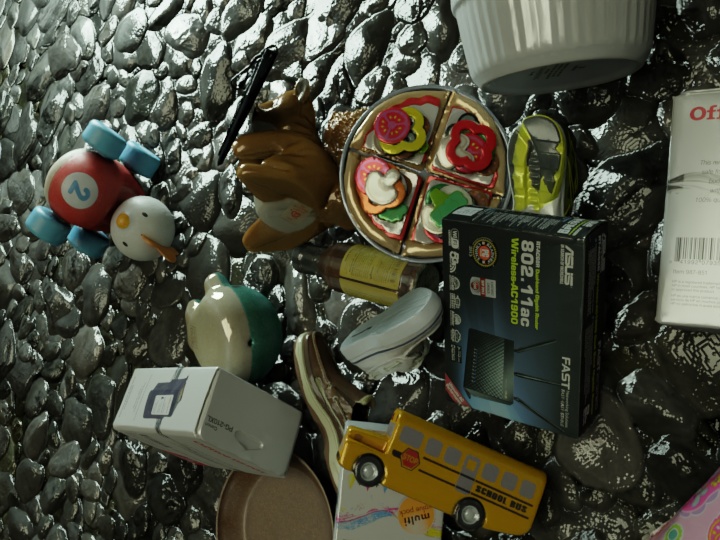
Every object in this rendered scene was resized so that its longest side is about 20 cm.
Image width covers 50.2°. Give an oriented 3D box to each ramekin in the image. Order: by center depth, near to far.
[{"bbox_3d":[0.189,-0.232,0.738,0.199,0.201,0.097,-5,93,35],"label":"ramekin"}]

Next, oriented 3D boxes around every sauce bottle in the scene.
[{"bbox_3d":[0.000,0.000,0.916,0.197,0.064,0.066,16,92,37],"label":"sauce bottle"}]

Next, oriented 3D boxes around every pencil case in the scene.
[{"bbox_3d":[0.310,0.207,0.642,0.087,0.087,0.202,44,110,32],"label":"pencil case"}]

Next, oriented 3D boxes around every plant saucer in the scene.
[{"bbox_3d":[-0.100,0.325,0.958,0.197,0.036,0.206,-7,78,36],"label":"plant saucer"}]

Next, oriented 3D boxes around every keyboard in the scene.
[{"bbox_3d":[-0.149,-0.209,0.938,0.106,0.039,0.200,-66,13,-22],"label":"keyboard"}]

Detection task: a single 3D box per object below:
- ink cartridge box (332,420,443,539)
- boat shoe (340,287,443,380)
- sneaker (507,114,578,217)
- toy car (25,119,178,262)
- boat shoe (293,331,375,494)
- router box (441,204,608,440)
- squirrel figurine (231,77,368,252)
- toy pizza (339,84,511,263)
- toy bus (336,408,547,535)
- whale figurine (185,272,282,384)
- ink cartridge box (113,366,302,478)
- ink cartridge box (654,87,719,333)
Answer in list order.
[{"bbox_3d":[0.029,0.271,0.818,0.112,0.068,0.205,6,86,-1],"label":"ink cartridge box"},{"bbox_3d":[0.047,0.075,0.836,0.067,0.074,0.200,45,156,-7],"label":"boat shoe"},{"bbox_3d":[0.190,-0.057,0.782,0.073,0.084,0.205,17,114,33],"label":"sneaker"},{"bbox_3d":[-0.349,-0.080,1.137,0.199,0.177,0.186,36,92,22],"label":"toy car"},{"bbox_3d":[-0.015,0.161,0.906,0.074,0.074,0.206,-25,75,18],"label":"boat shoe"},{"bbox_3d":[0.157,0.046,0.748,0.147,0.062,0.205,10,113,36],"label":"router box"},{"bbox_3d":[-0.060,-0.142,0.955,0.195,0.143,0.190,-2,53,2],"label":"squirrel figurine"},{"bbox_3d":[0.071,-0.111,0.849,0.195,0.032,0.205,-1,82,8],"label":"toy pizza"},{"bbox_3d":[0.076,0.197,0.759,0.196,0.065,0.080,23,83,0],"label":"toy bus"},{"bbox_3d":[-0.172,0.082,1.026,0.199,0.102,0.163,3,100,60],"label":"whale figurine"},{"bbox_3d":[-0.189,0.186,0.949,0.197,0.144,0.086,-8,56,45],"label":"ink cartridge box"},{"bbox_3d":[0.342,-0.047,0.656,0.143,0.083,0.205,3,85,37],"label":"ink cartridge box"}]
